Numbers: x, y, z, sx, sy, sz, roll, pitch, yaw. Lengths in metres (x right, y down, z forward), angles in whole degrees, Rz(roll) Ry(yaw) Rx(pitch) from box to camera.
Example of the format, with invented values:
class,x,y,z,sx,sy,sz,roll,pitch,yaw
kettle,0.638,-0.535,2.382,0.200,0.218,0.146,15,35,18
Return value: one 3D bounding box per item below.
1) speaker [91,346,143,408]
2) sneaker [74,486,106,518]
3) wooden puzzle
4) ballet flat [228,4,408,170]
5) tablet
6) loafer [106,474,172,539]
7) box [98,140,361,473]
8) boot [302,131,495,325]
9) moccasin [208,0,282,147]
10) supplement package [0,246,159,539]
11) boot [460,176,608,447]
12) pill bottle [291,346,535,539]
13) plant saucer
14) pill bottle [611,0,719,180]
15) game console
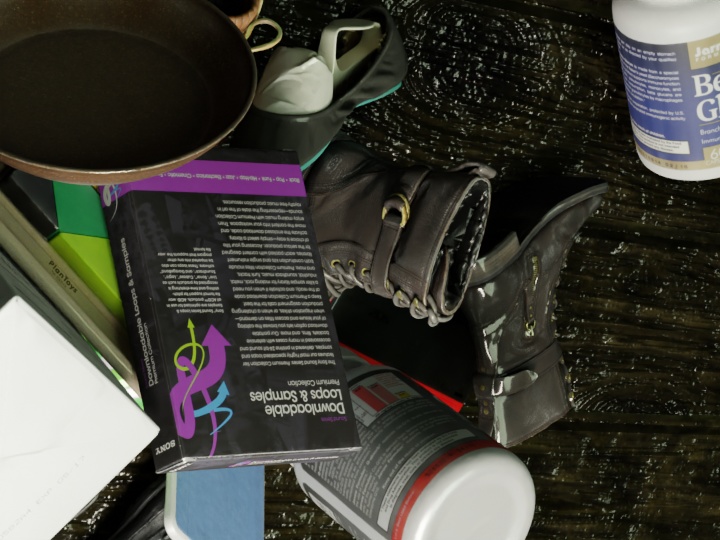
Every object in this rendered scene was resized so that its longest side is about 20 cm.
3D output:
class,x,y,z,sx,sy,sz,roll,pitch,yaw
speaker,-0.139,0.058,1.443,0.198,0.089,0.089,-7,118,-6
sneaker,-0.190,0.123,1.492,0.200,0.079,0.076,-46,133,-19
wooden puzzle,-0.146,-0.044,1.370,0.185,0.037,0.200,49,40,-14
ballet flat,-0.032,-0.129,1.506,0.200,0.067,0.069,-45,140,-50
tablet,-0.100,0.124,1.524,0.130,0.014,0.201,52,28,-45
loafer,-0.164,0.228,1.557,0.201,0.070,0.068,-49,136,3
box,-0.081,0.022,1.353,0.142,0.036,0.202,1,69,-42
boot,0.000,0.000,1.528,0.069,0.174,0.202,15,98,-45
moccasin,-0.098,-0.171,1.436,0.073,0.077,0.203,-12,119,-40
supplement package,-0.252,0.058,1.298,0.152,0.200,0.151,-44,134,-3
boot,0.137,0.033,1.727,0.199,0.069,0.175,-34,118,-36
pill bottle,0.023,0.138,1.575,0.115,0.200,0.117,-20,126,-30
plant saucer,-0.162,-0.111,1.328,0.199,0.200,0.037,-26,143,-32
pill bottle,0.258,-0.181,1.739,0.111,0.111,0.201,-35,130,-25
game console,0.016,0.072,1.698,0.199,0.031,0.178,28,94,-45
